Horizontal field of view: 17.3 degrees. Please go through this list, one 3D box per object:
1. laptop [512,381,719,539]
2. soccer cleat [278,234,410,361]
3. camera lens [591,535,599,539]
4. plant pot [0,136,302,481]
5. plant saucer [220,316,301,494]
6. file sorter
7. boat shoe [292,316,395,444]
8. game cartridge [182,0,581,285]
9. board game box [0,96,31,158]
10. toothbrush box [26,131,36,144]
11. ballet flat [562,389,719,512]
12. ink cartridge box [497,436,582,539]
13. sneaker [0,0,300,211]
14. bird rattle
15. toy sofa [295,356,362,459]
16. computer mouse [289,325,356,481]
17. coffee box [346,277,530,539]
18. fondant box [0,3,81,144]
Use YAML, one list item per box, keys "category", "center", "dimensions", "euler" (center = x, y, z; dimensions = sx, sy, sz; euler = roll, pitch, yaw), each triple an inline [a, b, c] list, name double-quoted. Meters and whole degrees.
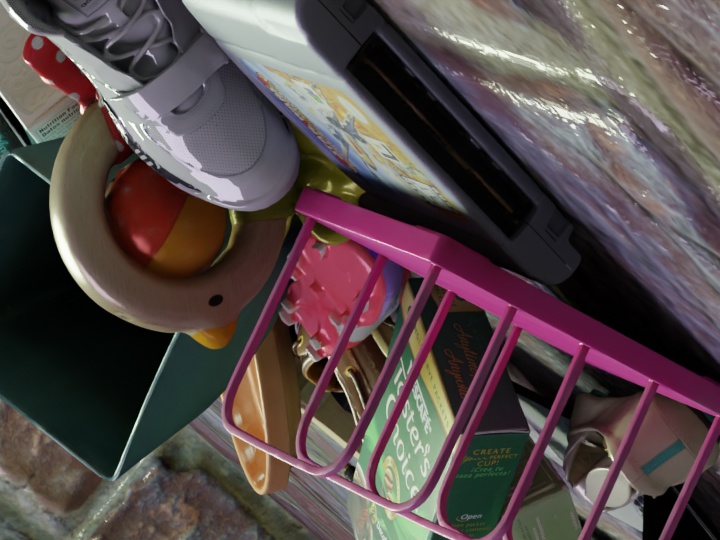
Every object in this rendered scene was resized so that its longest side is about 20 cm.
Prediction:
- category: "laptop"
  center: [0.163, 0.188, 1.467]
  dimensions: [0.199, 0.116, 0.187]
  euler: [26, 164, 41]
- category: "soccer cleat"
  center: [0.000, 0.000, 1.360]
  dimensions: [0.067, 0.076, 0.200]
  euler: [50, 165, 6]
- category: "camera lens"
  center: [0.163, 0.289, 1.820]
  dimensions: [0.200, 0.160, 0.160]
  euler: [33, 170, 27]
- category: "plant pot"
  center: [-0.119, -0.001, 1.398]
  dimensions: [0.141, 0.142, 0.200]
  euler: [35, -149, 16]
- category: "plant saucer"
  center: [-0.074, 0.050, 1.600]
  dimensions: [0.200, 0.032, 0.202]
  euler: [168, 90, -78]
- category: "file sorter"
  center: [0.054, 0.066, 1.145]
  dimensions: [0.199, 0.126, 0.139]
  euler: [27, 177, -30]
- category: "boat shoe"
  center: [-0.013, 0.040, 1.493]
  dimensions: [0.200, 0.067, 0.072]
  euler: [53, 180, 38]
- category: "game cartridge"
  center: [0.005, -0.072, 1.086]
  dimensions: [0.200, 0.042, 0.133]
  euler: [44, 165, -31]
- category: "board game box"
  center: [-0.250, -0.122, 1.474]
  dimensions: [0.136, 0.028, 0.200]
  euler: [57, 176, -19]
- category: "toothbrush box"
  center: [-0.226, -0.026, 1.682]
  dimensions: [0.146, 0.200, 0.085]
  euler: [41, 170, -15]
- category: "ballet flat"
  center: [0.141, 0.101, 1.297]
  dimensions: [0.069, 0.070, 0.200]
  euler: [38, 171, 0]
- category: "ink cartridge box"
  center: [0.093, 0.143, 1.428]
  dimensions: [0.200, 0.048, 0.146]
  euler: [-124, 11, -60]
- category: "sneaker"
  center: [-0.109, -0.108, 1.119]
  dimensions: [0.200, 0.075, 0.115]
  euler: [49, -176, 3]
- category: "bird rattle"
  center: [-0.094, -0.053, 1.221]
  dimensions: [0.200, 0.164, 0.112]
  euler: [33, 156, -30]
- category: "toy sofa"
  center: [0.032, 0.110, 1.707]
  dimensions: [0.200, 0.083, 0.098]
  euler: [41, 175, -12]
- category: "computer mouse"
  center: [-0.003, 0.075, 1.600]
  dimensions: [0.200, 0.046, 0.141]
  euler: [45, 143, 37]
- category: "coffee box"
  center: [0.039, 0.113, 1.352]
  dimensions: [0.201, 0.044, 0.123]
  euler: [106, 156, -44]
- category: "fondant box"
  center: [-0.191, -0.115, 1.458]
  dimensions: [0.145, 0.058, 0.200]
  euler: [52, 175, 22]
